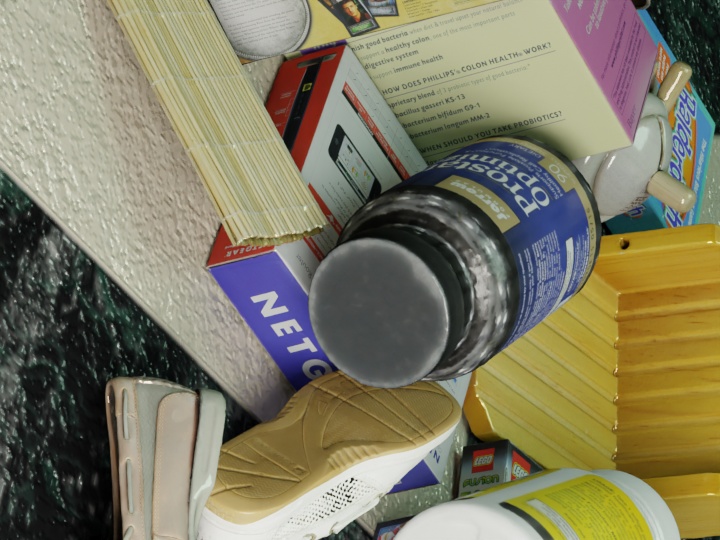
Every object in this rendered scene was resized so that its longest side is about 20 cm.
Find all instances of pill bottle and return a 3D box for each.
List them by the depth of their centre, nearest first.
[{"bbox_3d":[0.052,-0.002,1.651,0.200,0.112,0.112,-32,105,-60],"label":"pill bottle"},{"bbox_3d":[0.103,0.175,1.684,0.200,0.114,0.115,-10,86,-60],"label":"pill bottle"}]

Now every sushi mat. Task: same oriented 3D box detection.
[{"bbox_3d":[-0.086,-0.103,1.602,0.200,0.012,0.096,62,27,8],"label":"sushi mat"}]

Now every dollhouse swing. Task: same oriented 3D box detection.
[{"bbox_3d":[0.177,0.050,1.912,0.176,0.181,0.200,53,35,-53],"label":"dollhouse swing"}]

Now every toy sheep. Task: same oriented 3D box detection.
[{"bbox_3d":[0.140,-0.099,1.902,0.138,0.200,0.138,-32,144,-28],"label":"toy sheep"}]

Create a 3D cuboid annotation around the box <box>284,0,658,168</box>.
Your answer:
[{"bbox_3d":[0.053,-0.156,1.756,0.200,0.176,0.097,56,35,-31],"label":"box"}]

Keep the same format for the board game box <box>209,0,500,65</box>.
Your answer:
[{"bbox_3d":[-0.003,-0.199,1.640,0.136,0.200,0.035,64,27,-29],"label":"board game box"}]

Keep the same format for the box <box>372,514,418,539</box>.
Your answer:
[{"bbox_3d":[0.036,0.259,1.686,0.137,0.038,0.200,55,35,-33],"label":"box"}]

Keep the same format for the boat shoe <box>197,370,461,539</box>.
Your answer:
[{"bbox_3d":[-0.024,0.111,1.606,0.200,0.071,0.069,-23,139,-45],"label":"boat shoe"}]

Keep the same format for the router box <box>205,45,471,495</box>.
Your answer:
[{"bbox_3d":[0.000,0.000,1.725,0.200,0.049,0.180,56,35,-32],"label":"router box"}]

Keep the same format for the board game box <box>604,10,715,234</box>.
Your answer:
[{"bbox_3d":[0.188,-0.116,2.110,0.200,0.045,0.152,54,36,-36],"label":"board game box"}]

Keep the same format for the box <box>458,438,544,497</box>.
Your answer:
[{"bbox_3d":[0.124,0.199,1.866,0.200,0.035,0.110,41,46,-46],"label":"box"}]

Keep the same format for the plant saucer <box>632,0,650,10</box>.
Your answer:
[{"bbox_3d":[0.105,-0.231,1.851,0.032,0.200,0.200,-57,139,-4],"label":"plant saucer"}]

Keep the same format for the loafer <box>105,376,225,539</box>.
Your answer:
[{"bbox_3d":[-0.114,0.141,1.464,0.063,0.072,0.200,18,52,-12],"label":"loafer"}]
